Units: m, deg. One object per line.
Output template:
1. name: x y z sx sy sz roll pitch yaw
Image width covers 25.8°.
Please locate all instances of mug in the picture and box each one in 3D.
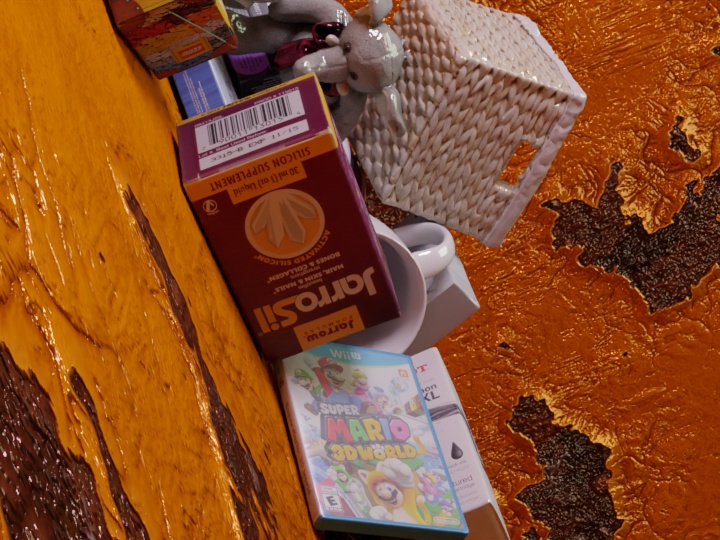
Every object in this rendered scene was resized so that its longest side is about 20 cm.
1. mug: 0.000 0.000 1.584 0.175 0.198 0.149 -128 -161 -70

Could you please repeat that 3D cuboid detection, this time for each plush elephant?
1. plush elephant: -0.023 -0.200 1.527 0.155 0.198 0.166 -178 -107 -74

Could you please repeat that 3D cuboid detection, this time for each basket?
1. basket: 0.102 -0.171 1.668 0.160 0.199 0.201 17 27 -26

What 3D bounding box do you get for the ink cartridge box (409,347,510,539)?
1. ink cartridge box: 0.039 0.186 1.449 0.201 0.144 0.084 -109 175 -47

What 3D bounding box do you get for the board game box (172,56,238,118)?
1. board game box: -0.139 -0.150 1.517 0.199 0.043 0.202 58 11 -79

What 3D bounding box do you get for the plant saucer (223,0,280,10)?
1. plant saucer: -0.145 -0.285 1.465 0.200 0.198 0.051 20 90 -88

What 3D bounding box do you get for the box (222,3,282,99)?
1. box: -0.105 -0.223 1.709 0.200 0.105 0.123 111 -39 -69

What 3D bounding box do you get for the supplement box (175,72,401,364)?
1. supplement box: -0.060 -0.042 1.316 0.104 0.130 0.201 -107 175 -54

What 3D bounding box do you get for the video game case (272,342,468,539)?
1. video game case: 0.005 0.142 1.344 0.018 0.142 0.201 -58 -146 35

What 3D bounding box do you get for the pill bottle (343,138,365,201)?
1. pill bottle: -0.059 -0.108 1.708 0.200 0.111 0.113 62 7 -74

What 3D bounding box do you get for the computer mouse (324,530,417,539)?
1. computer mouse: -0.008 0.157 1.367 0.044 0.109 0.201 -64 -145 33

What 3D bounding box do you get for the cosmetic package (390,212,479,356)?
1. cosmetic package: 0.021 0.043 1.676 0.052 0.200 0.151 42 16 -31

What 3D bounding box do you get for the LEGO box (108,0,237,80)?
1. LEGO box: -0.176 -0.276 1.261 0.149 0.076 0.202 61 8 -79
